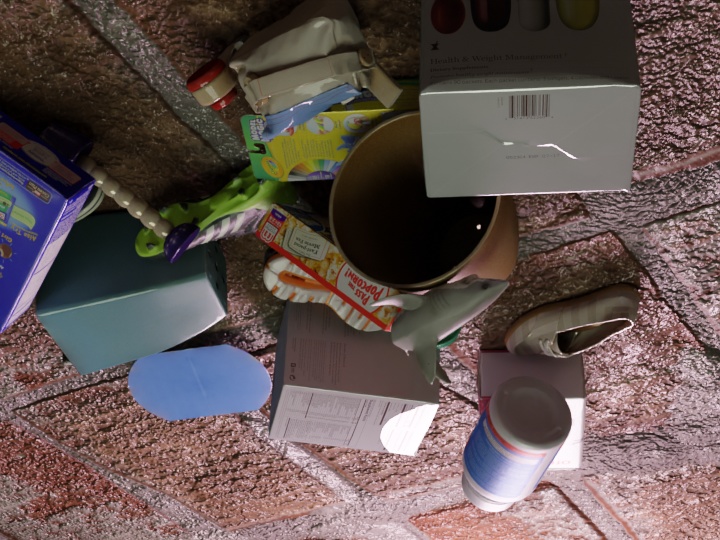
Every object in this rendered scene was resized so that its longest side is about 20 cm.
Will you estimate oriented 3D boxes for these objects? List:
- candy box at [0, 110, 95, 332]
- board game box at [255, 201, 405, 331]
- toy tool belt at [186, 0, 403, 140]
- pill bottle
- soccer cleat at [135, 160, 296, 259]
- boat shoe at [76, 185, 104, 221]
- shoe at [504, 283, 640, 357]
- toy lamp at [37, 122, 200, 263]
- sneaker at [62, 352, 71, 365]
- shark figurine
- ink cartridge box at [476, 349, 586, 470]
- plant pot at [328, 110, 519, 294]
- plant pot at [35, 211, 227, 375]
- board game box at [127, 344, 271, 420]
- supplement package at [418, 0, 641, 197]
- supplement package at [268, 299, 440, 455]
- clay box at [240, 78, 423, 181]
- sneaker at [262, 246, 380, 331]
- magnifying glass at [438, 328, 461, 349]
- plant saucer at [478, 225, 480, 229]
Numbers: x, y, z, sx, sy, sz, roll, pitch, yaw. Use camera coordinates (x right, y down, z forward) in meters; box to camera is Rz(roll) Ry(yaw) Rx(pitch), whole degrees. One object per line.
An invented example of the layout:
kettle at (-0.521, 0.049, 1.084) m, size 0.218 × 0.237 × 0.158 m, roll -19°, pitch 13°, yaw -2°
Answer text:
candy box at (-0.408, -0.061, 1.440) m, size 0.169 × 0.077 × 0.200 m, roll 36°, pitch 117°, yaw 2°
board game box at (0.000, 0.000, 1.477) m, size 0.046 × 0.200 × 0.151 m, roll -60°, pitch 152°, yaw 10°
toy tool belt at (-0.066, -0.179, 1.303) m, size 0.200 × 0.125 × 0.123 m, roll -23°, pitch 116°, yaw 31°
pill bottle at (0.198, 0.238, 1.749) m, size 0.112 × 0.113 × 0.200 m, roll 9°, pitch 140°, yaw -9°
soccer cleat at (-0.165, -0.057, 1.520) m, size 0.200 × 0.068 × 0.081 m, roll -26°, pitch 143°, yaw 13°
boat shoe at (-0.390, -0.089, 1.507) m, size 0.199 × 0.075 × 0.062 m, roll 0°, pitch 151°, yaw 12°
shoe at (0.271, 0.075, 1.708) m, size 0.200 × 0.054 × 0.070 m, roll -25°, pitch 136°, yaw 33°
toy lamp at (-0.271, -0.088, 1.455) m, size 0.200 × 0.058 × 0.058 m, roll 39°, pitch 139°, yaw 2°
sneaker at (-0.314, 0.088, 1.746) m, size 0.200 × 0.079 × 0.090 m, roll -22°, pitch 141°, yaw 30°
shark figurine at (0.067, 0.075, 1.340) m, size 0.128 × 0.090 × 0.215 m, roll -10°, pitch 163°, yaw -15°
ink cartridge box at (0.239, 0.198, 1.855) m, size 0.146 × 0.083 × 0.200 m, roll -2°, pitch 143°, yaw 6°
plant pot at (0.092, -0.044, 1.396) m, size 0.186 × 0.187 × 0.200 m, roll -13°, pitch 158°, yaw 21°
plant pot at (-0.268, 0.014, 1.594) m, size 0.199 × 0.142 × 0.142 m, roll -12°, pitch 143°, yaw 7°
board game box at (-0.225, 0.144, 1.853) m, size 0.199 × 0.039 × 0.158 m, roll -8°, pitch 138°, yaw 6°
supplement package at (0.151, -0.191, 1.220) m, size 0.190 × 0.201 × 0.147 m, roll -1°, pitch 144°, yaw 5°
supplement package at (-0.009, 0.133, 1.722) m, size 0.199 × 0.152 × 0.151 m, roll 8°, pitch 145°, yaw -7°
clay box at (-0.023, -0.150, 1.419) m, size 0.199 × 0.048 × 0.115 m, roll -1°, pitch 146°, yaw 5°
sneaker at (-0.030, 0.011, 1.621) m, size 0.199 × 0.077 × 0.078 m, roll 23°, pitch 107°, yaw -24°
magnifying glass at (0.033, 0.046, 1.677) m, size 0.199 × 0.080 × 0.022 m, roll 14°, pitch 160°, yaw 3°
plant saucer at (0.090, -0.034, 1.588) m, size 0.199 × 0.031 × 0.200 m, roll 2°, pitch 145°, yaw 1°
